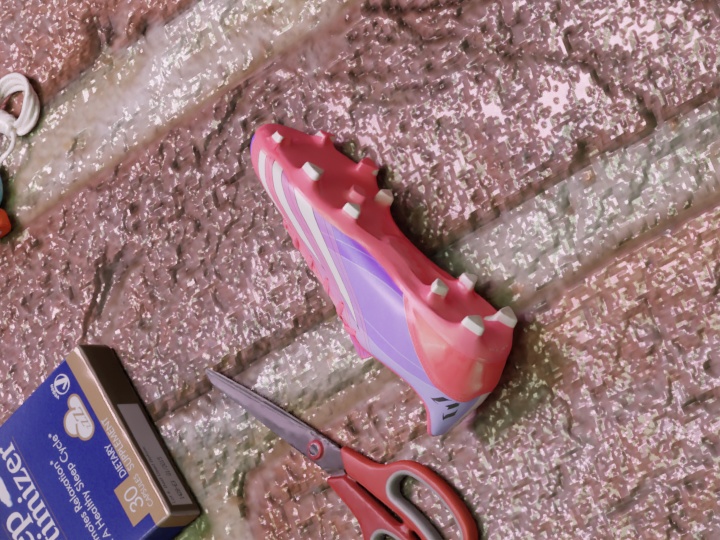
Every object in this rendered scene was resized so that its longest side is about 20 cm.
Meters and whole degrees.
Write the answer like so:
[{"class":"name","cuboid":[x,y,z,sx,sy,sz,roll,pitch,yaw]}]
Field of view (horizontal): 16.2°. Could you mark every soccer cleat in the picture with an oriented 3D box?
[{"class":"soccer cleat","cuboid":[0.000,0.000,1.332,0.200,0.067,0.077,44,119,26]}]

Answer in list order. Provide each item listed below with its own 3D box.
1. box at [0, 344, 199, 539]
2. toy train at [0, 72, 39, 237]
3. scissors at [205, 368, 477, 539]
[{"class":"box","cuboid":[-0.189,0.152,1.492,0.200,0.032,0.121,-45,64,29]},{"class":"toy train","cuboid":[-0.291,-0.083,1.559,0.199,0.055,0.151,16,99,37]},{"class":"scissors","cuboid":[-0.010,0.098,1.370,0.200,0.014,0.073,49,119,29]}]
